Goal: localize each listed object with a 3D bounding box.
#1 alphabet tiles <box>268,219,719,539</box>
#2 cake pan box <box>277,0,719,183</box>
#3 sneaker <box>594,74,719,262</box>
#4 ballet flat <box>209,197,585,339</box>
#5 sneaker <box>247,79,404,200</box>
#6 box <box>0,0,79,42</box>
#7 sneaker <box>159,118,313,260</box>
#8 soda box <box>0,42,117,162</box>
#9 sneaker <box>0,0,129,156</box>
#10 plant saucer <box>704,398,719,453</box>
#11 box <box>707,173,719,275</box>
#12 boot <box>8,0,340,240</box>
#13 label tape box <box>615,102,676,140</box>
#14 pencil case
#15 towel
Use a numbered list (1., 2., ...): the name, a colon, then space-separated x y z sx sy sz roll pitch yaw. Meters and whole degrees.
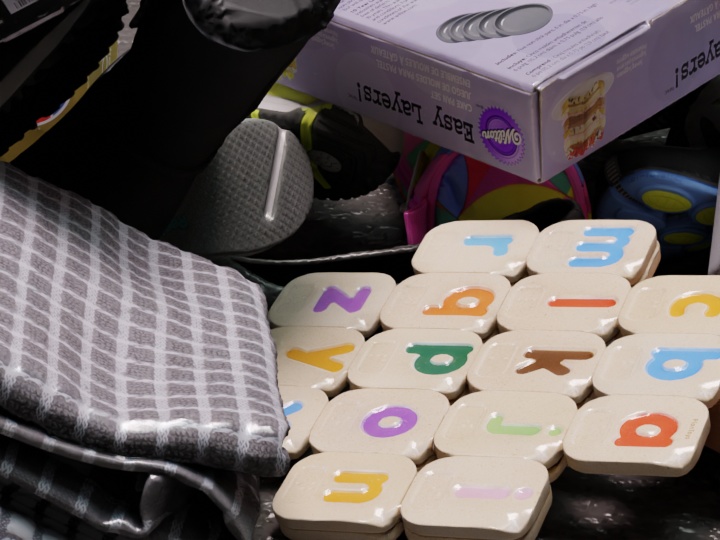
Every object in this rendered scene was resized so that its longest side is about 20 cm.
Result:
1. alphabet tiles: 0.043 0.038 0.961 0.194 0.015 0.200 0 32 23
2. cake pan box: 0.075 -0.122 1.134 0.184 0.053 0.200 24 43 37
3. sneaker: 0.159 -0.055 1.187 0.071 0.083 0.199 -25 -4 37
4. ballet flat: 0.000 0.000 1.076 0.198 0.057 0.066 -4 22 -15
5. sneaker: -0.039 -0.086 1.207 0.077 0.075 0.200 -53 32 -12
6. box: -0.133 -0.127 0.948 0.159 0.050 0.200 -26 18 23
7. sneaker: -0.117 -0.012 1.105 0.199 0.071 0.080 -17 5 -35
8. soda box: -0.151 -0.133 1.210 0.067 0.202 0.064 6 20 7
9. sneaker: -0.184 -0.077 1.059 0.090 0.200 0.070 50 25 3
10. plant saucer: 0.205 0.042 0.982 0.199 0.033 0.200 7 18 -2
11. box: 0.255 -0.042 1.056 0.198 0.098 0.125 10 -20 -1
12. boot: -0.086 -0.056 0.982 0.076 0.168 0.201 36 54 -3
13. label tape box: 0.191 -0.126 1.271 0.199 0.067 0.143 -11 -12 15
14. pencil case: 0.051 -0.055 1.200 0.088 0.089 0.200 1 19 -5
15. towel: -0.109 0.027 0.856 0.165 0.086 0.200 28 14 -15
